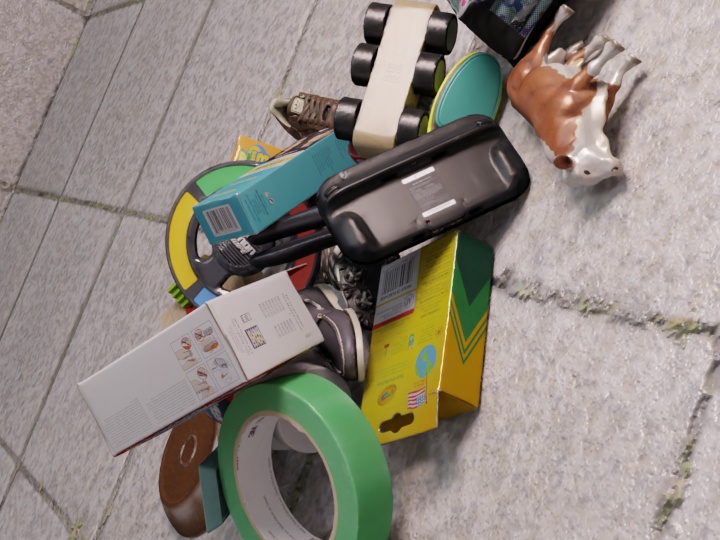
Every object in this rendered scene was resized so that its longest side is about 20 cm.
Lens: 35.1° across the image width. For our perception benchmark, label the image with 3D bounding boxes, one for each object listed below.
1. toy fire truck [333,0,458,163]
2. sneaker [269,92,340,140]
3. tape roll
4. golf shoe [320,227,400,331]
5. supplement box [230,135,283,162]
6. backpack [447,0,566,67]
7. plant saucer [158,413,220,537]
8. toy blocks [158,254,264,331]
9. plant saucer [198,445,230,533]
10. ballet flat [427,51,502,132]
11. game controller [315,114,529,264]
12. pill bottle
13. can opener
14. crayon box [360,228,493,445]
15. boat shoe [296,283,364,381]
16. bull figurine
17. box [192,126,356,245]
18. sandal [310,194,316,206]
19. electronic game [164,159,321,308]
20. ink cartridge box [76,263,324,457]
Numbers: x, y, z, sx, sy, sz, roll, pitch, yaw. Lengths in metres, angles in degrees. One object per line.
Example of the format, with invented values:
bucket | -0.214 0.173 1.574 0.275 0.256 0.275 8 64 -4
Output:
toy fire truck | 0.042 -0.185 1.281 0.128 0.200 0.177 11 76 18
sneaker | -0.056 -0.192 1.462 0.200 0.075 0.071 11 78 62
tape roll | -0.057 0.199 1.085 0.200 0.048 0.201 15 111 43
golf shoe | 0.000 0.000 1.244 0.095 0.077 0.200 108 159 -44
supplement box | -0.150 -0.109 1.498 0.200 0.069 0.067 126 162 -74
backpack | 0.164 -0.329 1.124 0.200 0.150 0.178 -47 15 16
plant saucer | -0.203 0.231 1.429 0.200 0.037 0.201 -40 37 38
toy blocks | -0.182 0.074 1.469 0.200 0.100 0.137 -41 48 21
plant saucer | -0.139 0.219 1.225 0.200 0.019 0.070 -35 -62 -82
ballet flat | 0.094 -0.130 1.184 0.067 0.067 0.201 147 140 -75
game controller | 0.060 -0.079 1.093 0.105 0.200 0.042 62 171 21
pill bottle | -0.098 0.128 1.238 0.200 0.119 0.120 13 80 57
can opener | -0.034 -0.048 1.185 0.200 0.079 0.064 -13 58 31
crayon box | 0.061 0.075 1.087 0.127 0.051 0.201 -26 46 50
boat shoe | -0.043 0.066 1.170 0.200 0.063 0.073 -133 39 -66
bull figurine | 0.192 -0.158 1.032 0.122 0.065 0.200 -54 31 16
box | -0.087 -0.098 1.268 0.082 0.049 0.200 -11 20 44
sandal | -0.042 -0.103 1.398 0.201 0.057 0.080 -9 55 44
electronic game | -0.142 -0.033 1.374 0.200 0.200 0.042 -59 -10 11
ink cartridge box | -0.144 0.085 1.124 0.200 0.175 0.084 -31 86 33
